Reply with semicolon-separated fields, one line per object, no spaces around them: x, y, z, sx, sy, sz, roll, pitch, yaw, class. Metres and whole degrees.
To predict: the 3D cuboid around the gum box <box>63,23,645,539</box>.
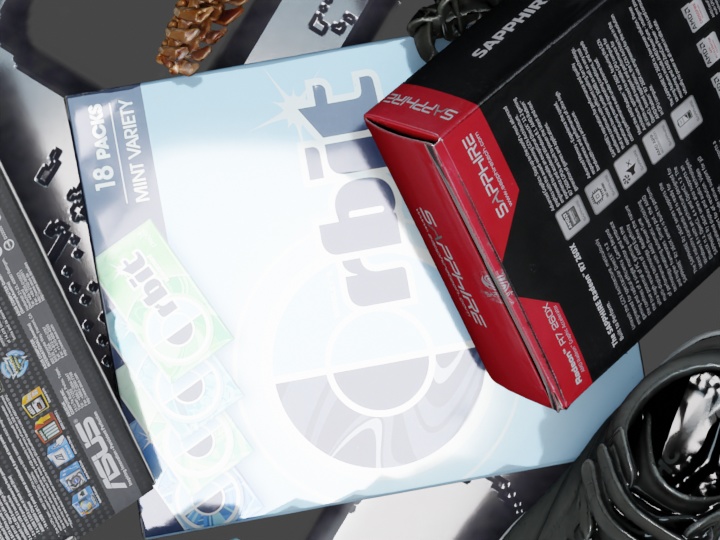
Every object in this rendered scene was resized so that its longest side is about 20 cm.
0.000;0.000;1.117;0.199;0.045;0.171;-11;92;-3;gum box

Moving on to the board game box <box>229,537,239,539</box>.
-0.117;0.198;1.064;0.199;0.047;0.152;-19;86;23;board game box

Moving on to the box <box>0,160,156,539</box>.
-0.181;0.035;1.023;0.160;0.044;0.201;-33;119;-17;box

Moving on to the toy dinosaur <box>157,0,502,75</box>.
0.007;-0.148;1.086;0.136;0.102;0.201;40;103;34;toy dinosaur

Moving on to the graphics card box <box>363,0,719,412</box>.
0.104;-0.060;1.060;0.200;0.051;0.126;-41;122;-21;graphics card box

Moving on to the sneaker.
0.086;0.102;1.048;0.071;0.099;0.200;36;89;7;sneaker
